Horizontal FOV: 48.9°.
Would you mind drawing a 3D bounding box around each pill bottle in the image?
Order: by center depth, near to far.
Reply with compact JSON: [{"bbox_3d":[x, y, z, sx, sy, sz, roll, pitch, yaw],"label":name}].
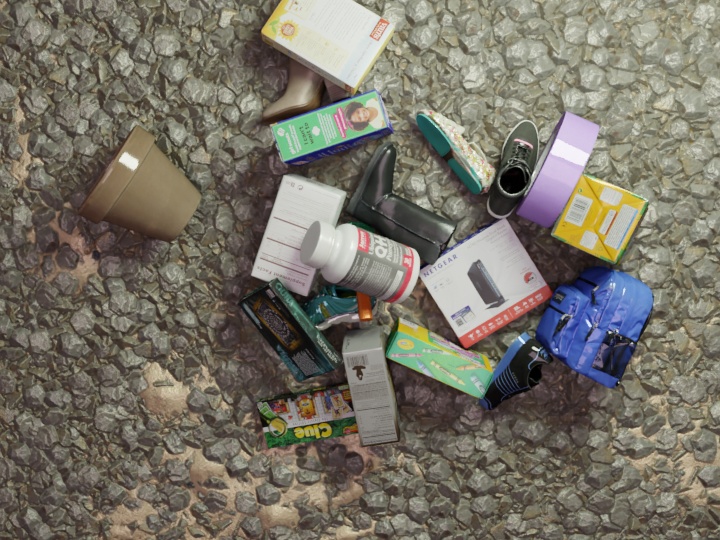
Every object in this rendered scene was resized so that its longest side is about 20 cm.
[{"bbox_3d":[-0.003,-0.019,1.419,0.200,0.111,0.111,20,101,-24],"label":"pill bottle"}]

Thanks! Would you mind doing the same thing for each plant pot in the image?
[{"bbox_3d":[-0.403,-0.142,1.487,0.175,0.200,0.200,35,100,-20],"label":"plant pot"}]

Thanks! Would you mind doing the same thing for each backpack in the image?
[{"bbox_3d":[0.435,0.090,1.463,0.168,0.163,0.200,26,96,-15],"label":"backpack"}]

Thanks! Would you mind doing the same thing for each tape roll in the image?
[{"bbox_3d":[0.350,-0.179,1.412,0.066,0.200,0.200,25,100,4],"label":"tape roll"}]

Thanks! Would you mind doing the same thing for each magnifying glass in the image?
[{"bbox_3d":[0.000,0.000,1.507,0.080,0.022,0.200,-4,66,-7],"label":"magnifying glass"}]

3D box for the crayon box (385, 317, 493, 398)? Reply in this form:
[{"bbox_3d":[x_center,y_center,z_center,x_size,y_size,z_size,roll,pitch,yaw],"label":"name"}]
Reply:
[{"bbox_3d":[0.151,0.166,1.523,0.200,0.119,0.058,24,100,0],"label":"crayon box"}]

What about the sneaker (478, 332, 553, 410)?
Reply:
[{"bbox_3d":[0.294,0.211,1.507,0.078,0.070,0.200,42,133,24],"label":"sneaker"}]

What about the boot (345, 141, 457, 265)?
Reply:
[{"bbox_3d":[0.093,-0.124,1.485,0.200,0.066,0.165,33,112,15],"label":"boot"}]

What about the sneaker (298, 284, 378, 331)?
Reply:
[{"bbox_3d":[-0.066,0.061,1.533,0.200,0.078,0.080,-13,129,-3],"label":"sneaker"}]

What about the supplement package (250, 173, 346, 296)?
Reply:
[{"bbox_3d":[-0.115,-0.070,1.502,0.117,0.117,0.200,20,100,0],"label":"supplement package"}]

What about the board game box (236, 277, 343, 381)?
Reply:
[{"bbox_3d":[-0.135,0.115,1.486,0.200,0.028,0.135,53,142,-9],"label":"board game box"}]

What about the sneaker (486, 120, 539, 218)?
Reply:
[{"bbox_3d":[0.291,-0.197,1.442,0.071,0.099,0.200,22,76,1],"label":"sneaker"}]

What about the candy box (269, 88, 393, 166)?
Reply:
[{"bbox_3d":[-0.047,-0.256,1.442,0.200,0.169,0.077,-19,94,6],"label":"candy box"}]

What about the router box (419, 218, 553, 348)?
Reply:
[{"bbox_3d":[0.238,0.022,1.530,0.200,0.049,0.180,-33,96,8],"label":"router box"}]

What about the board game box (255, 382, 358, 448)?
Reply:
[{"bbox_3d":[-0.104,0.294,1.599,0.200,0.023,0.105,-13,100,11],"label":"board game box"}]

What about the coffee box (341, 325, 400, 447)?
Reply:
[{"bbox_3d":[0.022,0.223,1.530,0.080,0.114,0.200,-9,107,6],"label":"coffee box"}]

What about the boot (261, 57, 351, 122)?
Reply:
[{"bbox_3d":[-0.107,-0.374,1.485,0.200,0.070,0.146,-16,92,5],"label":"boot"}]

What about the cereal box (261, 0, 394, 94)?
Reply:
[{"bbox_3d":[-0.058,-0.429,1.430,0.200,0.040,0.144,32,80,2],"label":"cereal box"}]

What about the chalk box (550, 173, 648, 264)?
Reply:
[{"bbox_3d":[0.435,-0.087,1.425,0.124,0.200,0.125,27,99,19],"label":"chalk box"}]

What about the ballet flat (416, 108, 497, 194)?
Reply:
[{"bbox_3d":[0.183,-0.232,1.493,0.064,0.076,0.200,-43,100,-22],"label":"ballet flat"}]
